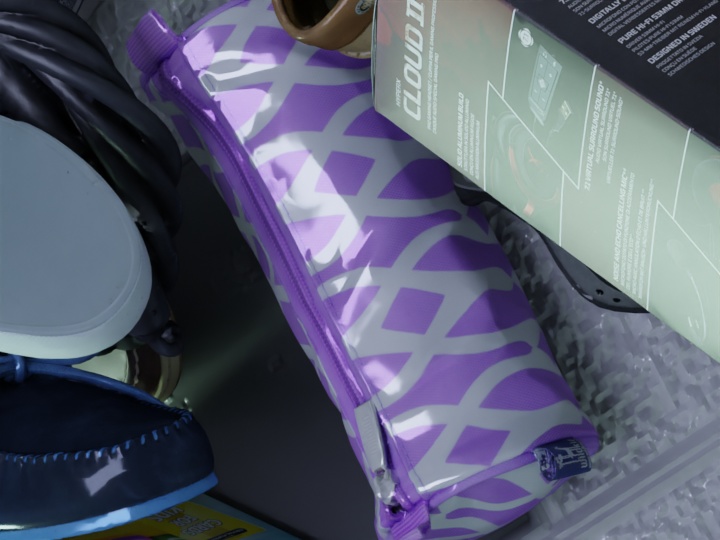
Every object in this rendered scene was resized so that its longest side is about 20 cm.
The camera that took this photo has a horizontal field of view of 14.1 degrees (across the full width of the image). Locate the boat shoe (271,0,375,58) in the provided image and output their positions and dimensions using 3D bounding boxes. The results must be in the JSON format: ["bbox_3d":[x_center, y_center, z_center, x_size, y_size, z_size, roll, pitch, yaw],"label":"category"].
[{"bbox_3d":[0.014,-0.159,0.890,0.075,0.074,0.201,19,111,34],"label":"boat shoe"}]

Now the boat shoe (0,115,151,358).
[{"bbox_3d":[-0.144,-0.008,0.943,0.199,0.091,0.071,22,64,25],"label":"boat shoe"}]

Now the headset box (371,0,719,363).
[{"bbox_3d":[0.108,-0.064,0.805,0.200,0.148,0.075,38,145,31],"label":"headset box"}]

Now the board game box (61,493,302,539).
[{"bbox_3d":[-0.061,0.131,0.971,0.199,0.151,0.047,21,112,36],"label":"board game box"}]

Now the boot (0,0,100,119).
[{"bbox_3d":[-0.154,-0.084,1.065,0.073,0.090,0.201,41,118,28],"label":"boot"}]

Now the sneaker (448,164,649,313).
[{"bbox_3d":[0.107,-0.023,0.882,0.199,0.071,0.083,22,135,31],"label":"sneaker"}]

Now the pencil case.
[{"bbox_3d":[0.000,0.000,0.951,0.201,0.085,0.084,62,143,19],"label":"pencil case"}]

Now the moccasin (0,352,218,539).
[{"bbox_3d":[-0.128,0.051,0.968,0.199,0.080,0.069,-2,100,44],"label":"moccasin"}]

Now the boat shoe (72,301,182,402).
[{"bbox_3d":[-0.154,0.038,1.082,0.199,0.072,0.073,-3,106,38],"label":"boat shoe"}]

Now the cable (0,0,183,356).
[{"bbox_3d":[-0.145,-0.046,0.986,0.199,0.051,0.164,22,145,32],"label":"cable"}]
